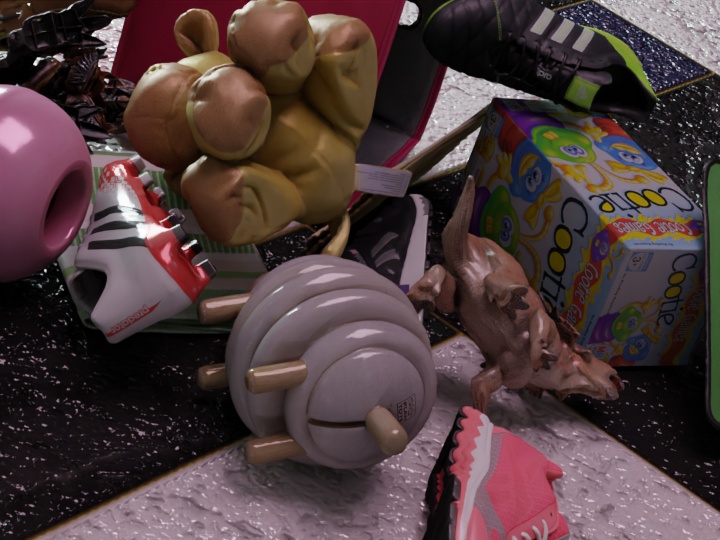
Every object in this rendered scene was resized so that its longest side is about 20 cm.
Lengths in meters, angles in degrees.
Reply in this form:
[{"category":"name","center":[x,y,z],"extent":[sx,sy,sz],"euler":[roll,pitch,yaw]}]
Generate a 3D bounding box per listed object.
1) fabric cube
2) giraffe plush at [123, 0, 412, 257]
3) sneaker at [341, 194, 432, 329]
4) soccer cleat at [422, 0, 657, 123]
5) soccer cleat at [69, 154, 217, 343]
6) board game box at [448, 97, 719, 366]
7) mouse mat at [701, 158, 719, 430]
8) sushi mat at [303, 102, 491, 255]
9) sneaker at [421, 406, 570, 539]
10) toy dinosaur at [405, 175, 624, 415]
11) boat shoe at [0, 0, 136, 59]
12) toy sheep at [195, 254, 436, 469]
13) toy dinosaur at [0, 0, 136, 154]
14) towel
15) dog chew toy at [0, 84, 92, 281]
[{"category":"fabric cube","center":[-0.046,-0.186,1.703],"extent":[0.198,0.197,0.200],"euler":[25,30,12]},{"category":"giraffe plush","center":[-0.082,-0.100,1.497],"extent":[0.162,0.173,0.200],"euler":[21,-8,36]},{"category":"sneaker","center":[0.000,0.000,1.544],"extent":[0.087,0.076,0.200],"euler":[11,29,-4]},{"category":"soccer cleat","center":[0.137,-0.155,1.674],"extent":[0.199,0.068,0.081],"euler":[10,31,-34]},{"category":"soccer cleat","center":[-0.150,-0.014,1.439],"extent":[0.069,0.085,0.200],"euler":[54,-1,-26]},{"category":"board game box","center":[0.167,-0.030,1.664],"extent":[0.102,0.105,0.200],"euler":[1,34,-32]},{"category":"mouse mat","center":[0.302,0.030,1.604],"extent":[0.160,0.008,0.201],"euler":[16,65,-31]},{"category":"sushi mat","center":[0.032,-0.070,1.662],"extent":[0.012,0.096,0.200],"euler":[52,33,1]},{"category":"sneaker","center":[0.083,0.150,1.336],"extent":[0.086,0.074,0.200],"euler":[21,28,-3]},{"category":"toy dinosaur","center":[0.091,0.024,1.490],"extent":[0.085,0.201,0.136],"euler":[-21,17,20]},{"category":"boat shoe","center":[-0.217,-0.184,1.647],"extent":[0.072,0.068,0.200],"euler":[8,2,-30]},{"category":"toy sheep","center":[-0.021,0.058,1.372],"extent":[0.137,0.139,0.200],"euler":[4,29,-28]},{"category":"toy dinosaur","center":[-0.230,-0.118,1.582],"extent":[0.199,0.103,0.136],"euler":[-21,4,-30]},{"category":"towel","center":[-0.142,-0.021,1.539],"extent":[0.152,0.023,0.200],"euler":[3,35,-27]},{"category":"dog chew toy","center":[-0.272,-0.071,1.448],"extent":[0.199,0.125,0.125],"euler":[20,27,17]}]
